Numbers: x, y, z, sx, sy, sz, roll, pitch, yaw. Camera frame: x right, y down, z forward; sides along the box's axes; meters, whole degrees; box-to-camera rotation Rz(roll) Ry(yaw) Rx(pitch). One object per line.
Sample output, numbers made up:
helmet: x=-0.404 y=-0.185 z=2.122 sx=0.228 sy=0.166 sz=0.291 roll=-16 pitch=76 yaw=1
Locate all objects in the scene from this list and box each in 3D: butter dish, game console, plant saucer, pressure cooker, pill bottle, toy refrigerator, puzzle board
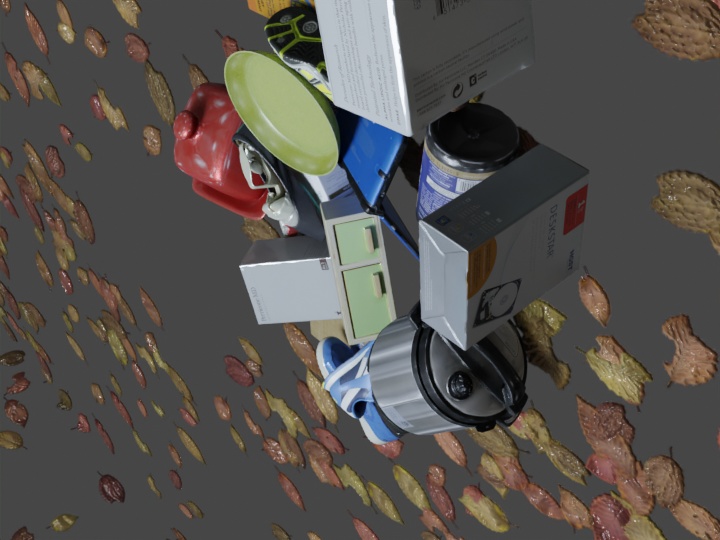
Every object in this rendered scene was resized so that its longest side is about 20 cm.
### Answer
butter dish: x=-0.208 y=-0.198 z=1.838 sx=0.200 sy=0.148 sz=0.200 roll=26 pitch=98 yaw=45
game console: x=0.039 y=-0.139 z=1.637 sx=0.171 sy=0.118 sz=0.200 roll=-65 pitch=30 yaw=25
plant saucer: x=-0.096 y=-0.212 z=1.642 sx=0.200 sy=0.031 sz=0.200 roll=34 pitch=152 yaw=21
pressure cooker: x=0.125 y=0.130 z=1.673 sx=0.200 sy=0.176 sz=0.179 roll=-24 pitch=64 yaw=59
pill bottle: x=0.126 y=-0.096 z=1.520 sx=0.112 sy=0.112 sz=0.200 roll=41 pitch=147 yaw=27
toy refrigerator: x=0.000 y=0.000 z=1.744 sx=0.070 sy=0.076 sz=0.200 roll=-107 pitch=7 yaw=-63
puzzle board: x=-0.029 y=0.073 z=2.035 sx=0.151 sy=0.017 sz=0.200 roll=37 pitch=146 yaw=31

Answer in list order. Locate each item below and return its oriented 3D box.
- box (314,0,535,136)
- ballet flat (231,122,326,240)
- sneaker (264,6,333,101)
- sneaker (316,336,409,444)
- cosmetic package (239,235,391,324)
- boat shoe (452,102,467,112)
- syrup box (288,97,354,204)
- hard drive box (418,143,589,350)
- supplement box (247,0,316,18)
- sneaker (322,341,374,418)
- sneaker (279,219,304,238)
box: x=0.068 y=-0.283 z=1.330 sx=0.131 sy=0.199 sz=0.200 roll=29 pitch=142 yaw=42
ballet flat: x=-0.120 y=-0.119 z=1.759 sx=0.200 sy=0.073 sz=0.073 roll=61 pitch=152 yaw=-7
sneaker: x=-0.047 y=-0.252 z=1.547 sx=0.200 sy=0.075 sz=0.076 roll=45 pitch=167 yaw=28
sneaker: x=0.018 y=0.180 z=1.991 sx=0.111 sy=0.077 sz=0.200 roll=-28 pitch=94 yaw=49
cosmetic package: x=-0.066 y=0.010 z=1.861 sx=0.200 sy=0.081 sz=0.113 roll=-7 pitch=119 yaw=19
boat shoe: x=0.066 y=-0.259 z=1.501 sx=0.200 sy=0.076 sz=0.072 roll=54 pitch=157 yaw=26
syrup box: x=-0.071 y=-0.194 z=1.760 sx=0.079 sy=0.081 sz=0.200 roll=6 pitch=125 yaw=59
hard drive box: x=0.164 y=-0.029 z=1.435 sx=0.077 sy=0.200 sz=0.156 roll=35 pitch=145 yaw=34
supplement box: x=-0.065 y=-0.348 z=1.614 sx=0.200 sy=0.069 sz=0.067 roll=30 pitch=144 yaw=36
sneaker: x=0.031 y=0.150 z=1.899 sx=0.200 sy=0.074 sz=0.082 roll=-43 pitch=71 yaw=33
sneaker: x=-0.101 y=-0.097 z=1.916 sx=0.083 sy=0.081 sz=0.200 roll=-113 pitch=15 yaw=-67
